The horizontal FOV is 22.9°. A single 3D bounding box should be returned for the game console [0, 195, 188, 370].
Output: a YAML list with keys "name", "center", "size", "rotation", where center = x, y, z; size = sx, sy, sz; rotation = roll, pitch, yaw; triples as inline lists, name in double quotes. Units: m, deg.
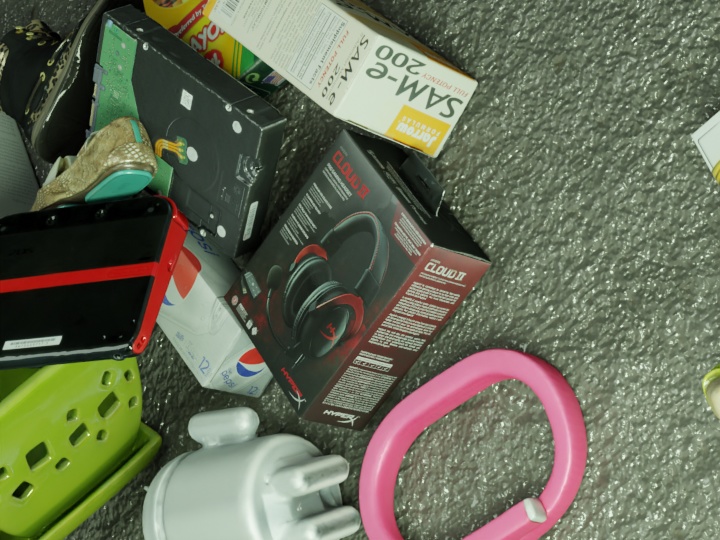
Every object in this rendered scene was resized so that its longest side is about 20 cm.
- name: "game console"
  center: [-0.249, 0.014, 1.488]
  size: [0.198, 0.031, 0.178]
  rotation: [-7, 47, 20]

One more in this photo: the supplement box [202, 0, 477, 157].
- name: "supplement box"
  center: [-0.018, -0.179, 1.422]
  size: [0.200, 0.126, 0.074]
  rotation: [41, 106, 41]

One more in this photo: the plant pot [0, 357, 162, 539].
- name: "plant pot"
  center: [-0.301, 0.126, 1.544]
  size: [0.200, 0.182, 0.198]
  rotation: [-40, 42, -24]

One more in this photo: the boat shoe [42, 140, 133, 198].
- name: "boat shoe"
  center: [-0.271, -0.053, 1.668]
  size: [0.074, 0.069, 0.201]
  rotation: [33, 102, 43]

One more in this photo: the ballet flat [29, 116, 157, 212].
- name: "ballet flat"
  center: [-0.239, -0.080, 1.573]
  size: [0.199, 0.070, 0.066]
  rotation: [-28, 62, 45]

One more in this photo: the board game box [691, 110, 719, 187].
- name: "board game box"
  center: [0.319, -0.098, 1.143]
  size: [0.200, 0.034, 0.127]
  rotation: [-42, 54, 28]

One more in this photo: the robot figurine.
- name: "robot figurine"
  center: [-0.094, 0.193, 1.406]
  size: [0.199, 0.112, 0.171]
  rotation: [-14, 84, 40]

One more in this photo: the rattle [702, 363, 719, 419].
- name: "rattle"
  center: [0.320, 0.074, 1.079]
  size: [0.199, 0.130, 0.144]
  rotation: [-26, 71, 6]

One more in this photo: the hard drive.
- name: "hard drive"
  center: [-0.153, -0.120, 1.529]
  size: [0.199, 0.038, 0.141]
  rotation: [36, 131, 26]

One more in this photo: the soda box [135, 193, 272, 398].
- name: "soda box"
  center: [-0.141, 0.020, 1.528]
  size: [0.064, 0.068, 0.200]
  rotation: [-55, 48, 18]

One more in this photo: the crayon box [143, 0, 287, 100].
- name: "crayon box"
  center: [-0.131, -0.233, 1.595]
  size: [0.127, 0.051, 0.201]
  rotation: [-36, 57, 32]

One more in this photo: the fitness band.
- name: "fitness band"
  center: [0.078, 0.144, 1.310]
  size: [0.199, 0.037, 0.145]
  rotation: [-36, 57, 31]

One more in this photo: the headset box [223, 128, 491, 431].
- name: "headset box"
  center: [0.000, 0.000, 1.393]
  size: [0.200, 0.075, 0.149]
  rotation: [-52, 49, 21]

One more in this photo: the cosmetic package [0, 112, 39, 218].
- name: "cosmetic package"
  center: [-0.380, -0.087, 1.759]
  size: [0.071, 0.101, 0.201]
  rotation: [-45, 52, 27]

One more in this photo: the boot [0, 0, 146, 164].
- name: "boot"
  center: [-0.281, -0.213, 1.717]
  size: [0.150, 0.073, 0.201]
  rotation: [32, 96, 49]
